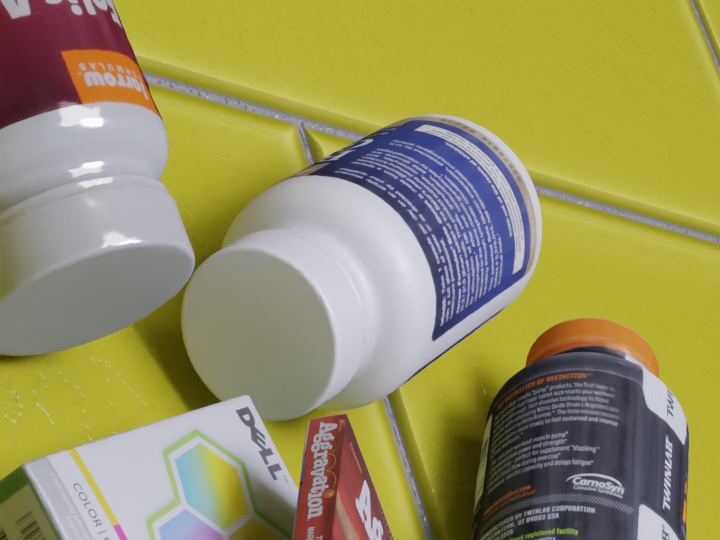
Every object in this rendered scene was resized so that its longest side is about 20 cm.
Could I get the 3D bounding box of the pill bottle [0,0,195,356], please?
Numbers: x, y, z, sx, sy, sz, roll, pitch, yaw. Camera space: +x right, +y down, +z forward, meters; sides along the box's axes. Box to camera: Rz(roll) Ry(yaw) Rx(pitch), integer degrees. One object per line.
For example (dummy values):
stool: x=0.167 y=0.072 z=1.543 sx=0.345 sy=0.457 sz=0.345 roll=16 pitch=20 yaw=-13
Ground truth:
pill bottle: x=-0.148 y=-0.074 z=0.990 sx=0.114 sy=0.114 sz=0.201 roll=1 pitch=59 yaw=-51

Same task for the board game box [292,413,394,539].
board game box: x=0.011 y=0.168 z=0.968 sx=0.103 sy=0.019 sz=0.201 roll=-85 pitch=160 yaw=-54

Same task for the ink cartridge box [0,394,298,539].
ink cartridge box: x=-0.067 y=0.117 z=0.971 sx=0.200 sy=0.059 sz=0.104 roll=-13 pitch=71 yaw=-55

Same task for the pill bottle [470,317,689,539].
pill bottle: x=0.109 y=0.113 z=1.158 sx=0.106 sy=0.106 sz=0.201 roll=39 pitch=36 yaw=-22

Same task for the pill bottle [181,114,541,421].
pill bottle: x=0.000 y=0.000 z=1.116 sx=0.111 sy=0.111 sz=0.200 roll=55 pitch=32 yaw=2
